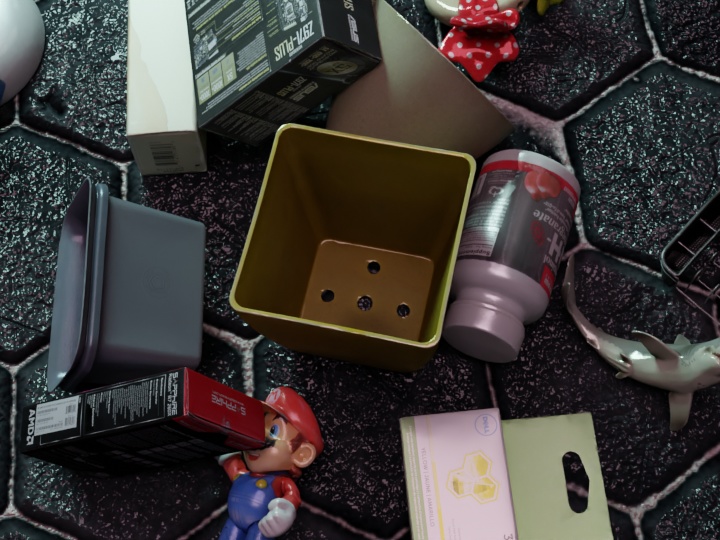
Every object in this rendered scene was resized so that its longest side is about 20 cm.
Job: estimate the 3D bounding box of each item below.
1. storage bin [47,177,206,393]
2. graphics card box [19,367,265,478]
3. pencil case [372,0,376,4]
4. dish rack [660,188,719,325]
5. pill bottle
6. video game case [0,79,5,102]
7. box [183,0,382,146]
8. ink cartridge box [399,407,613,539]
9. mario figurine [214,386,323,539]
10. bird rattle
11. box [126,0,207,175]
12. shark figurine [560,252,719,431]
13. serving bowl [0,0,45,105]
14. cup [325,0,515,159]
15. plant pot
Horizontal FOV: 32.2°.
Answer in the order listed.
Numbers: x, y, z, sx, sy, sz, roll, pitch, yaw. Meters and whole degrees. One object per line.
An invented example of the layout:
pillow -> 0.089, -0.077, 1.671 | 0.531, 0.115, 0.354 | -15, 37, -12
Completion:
storage bin -> -0.236, 0.030, 1.270 | 0.133, 0.145, 0.202 | 11, 63, -24
graphics card box -> -0.204, 0.147, 1.171 | 0.198, 0.125, 0.051 | -16, 63, 26
pencil case -> -0.056, -0.379, 1.459 | 0.078, 0.090, 0.200 | -42, 72, -15
dish rack -> 0.425, 0.011, 1.302 | 0.200, 0.055, 0.153 | 42, 74, 16
pill bottle -> 0.150, -0.013, 1.285 | 0.109, 0.111, 0.202 | 17, 68, 8
video game case -> -0.500, -0.132, 1.352 | 0.179, 0.045, 0.203 | 13, 84, 8
box -> -0.085, -0.252, 1.300 | 0.086, 0.199, 0.166 | 13, 58, -43
ink cartridge box -> 0.143, 0.209, 1.224 | 0.197, 0.048, 0.147 | -6, 66, 1
mario figurine -> -0.109, 0.203, 1.199 | 0.122, 0.106, 0.202 | 16, 69, 10
bird rattle -> 0.146, -0.313, 1.439 | 0.162, 0.113, 0.200 | 31, 72, 36
box -> -0.214, -0.217, 1.389 | 0.077, 0.095, 0.202 | -4, 65, -1
shark figurine -> 0.294, 0.073, 1.280 | 0.213, 0.129, 0.089 | 24, 42, 29
serving bowl -> -0.468, -0.276, 1.432 | 0.197, 0.066, 0.203 | -1, 67, 1
cup -> 0.046, -0.168, 1.327 | 0.143, 0.200, 0.200 | -46, 72, 8
plant pot -> 0.000, 0.000, 1.242 | 0.197, 0.177, 0.202 | 10, 66, 9
